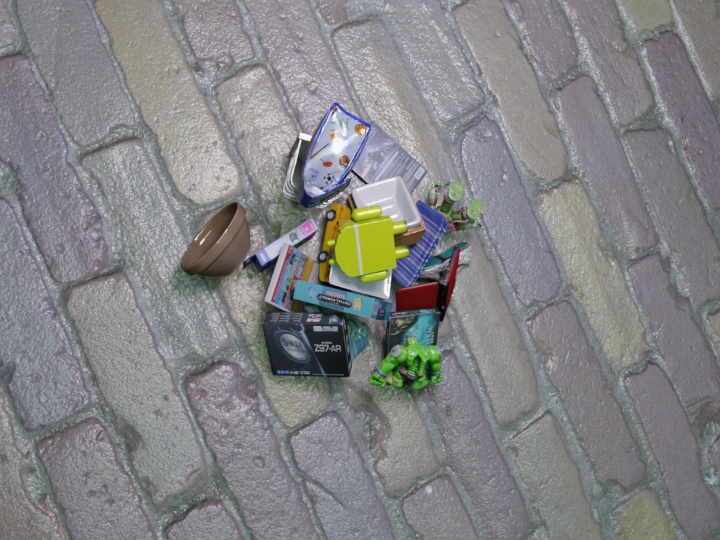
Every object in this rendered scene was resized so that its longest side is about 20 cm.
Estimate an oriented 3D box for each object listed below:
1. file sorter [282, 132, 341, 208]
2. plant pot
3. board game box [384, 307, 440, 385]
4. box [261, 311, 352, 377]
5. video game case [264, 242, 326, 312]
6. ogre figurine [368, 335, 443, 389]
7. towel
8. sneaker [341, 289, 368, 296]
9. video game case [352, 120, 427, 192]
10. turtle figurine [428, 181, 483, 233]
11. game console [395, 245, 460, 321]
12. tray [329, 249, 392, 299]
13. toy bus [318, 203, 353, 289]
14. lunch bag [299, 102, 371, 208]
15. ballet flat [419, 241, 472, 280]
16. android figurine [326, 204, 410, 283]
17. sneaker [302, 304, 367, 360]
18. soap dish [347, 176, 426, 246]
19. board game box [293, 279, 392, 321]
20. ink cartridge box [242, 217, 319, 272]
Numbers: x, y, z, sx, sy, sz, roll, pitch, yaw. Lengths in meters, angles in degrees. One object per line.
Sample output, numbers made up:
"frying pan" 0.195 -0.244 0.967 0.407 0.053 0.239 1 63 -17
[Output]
"file sorter" -0.112 -0.235 1.612 0.135 0.200 0.128 16 85 -12
"plant pot" -0.324 -0.055 1.549 0.093 0.200 0.202 43 76 -26
"board game box" 0.127 0.193 1.661 0.131 0.028 0.205 -5 118 -14
"box" -0.124 0.176 1.563 0.194 0.044 0.164 1 123 10
"video game case" -0.148 0.035 1.595 0.017 0.199 0.146 11 77 31
"ogre figurine" 0.128 0.232 1.610 0.195 0.099 0.122 16 125 -8
"towel" 0.133 -0.067 1.657 0.024 0.145 0.203 22 103 -37
"sneaker" 0.008 0.005 1.688 0.080 0.075 0.205 22 81 -25
"video game case" 0.065 -0.277 1.752 0.199 0.019 0.144 40 76 -6
"turtle figurine" 0.249 -0.175 1.701 0.195 0.194 0.148 -16 86 -18
"game console" 0.170 0.042 1.665 0.116 0.201 0.175 17 63 12
"tray" 0.000 0.000 1.621 0.197 0.022 0.110 17 77 -39
"toy bus" -0.052 -0.062 1.652 0.077 0.065 0.205 3 75 30
"lunch bag" -0.068 -0.234 1.436 0.122 0.170 0.203 30 83 -6
"ballet flat" 0.216 -0.011 1.741 0.196 0.072 0.073 -22 90 -15
"android figurine" 0.017 -0.057 1.542 0.195 0.041 0.187 -12 112 -8
"sneaker" -0.055 0.139 1.636 0.130 0.079 0.203 -38 119 -18
"soap dish" 0.064 -0.136 1.651 0.153 0.082 0.203 -16 48 -4
"board game box" -0.039 0.073 1.552 0.195 0.151 0.048 13 87 20
"ink cartridge box" -0.197 -0.053 1.609 0.197 0.119 0.043 -32 90 -15
